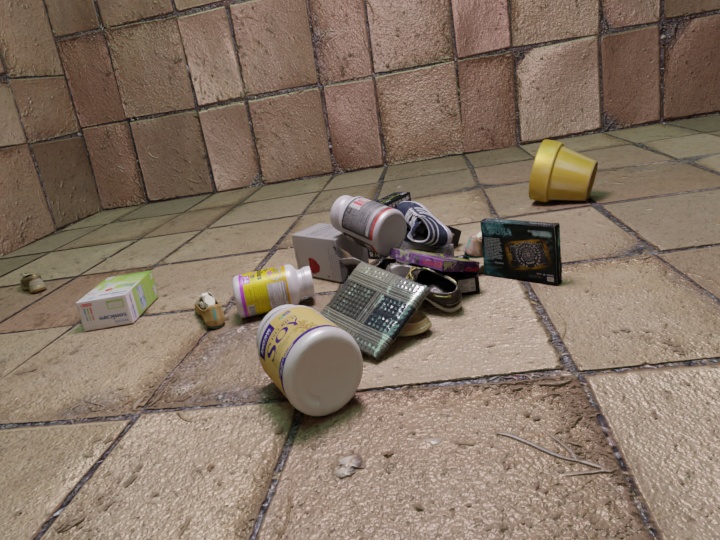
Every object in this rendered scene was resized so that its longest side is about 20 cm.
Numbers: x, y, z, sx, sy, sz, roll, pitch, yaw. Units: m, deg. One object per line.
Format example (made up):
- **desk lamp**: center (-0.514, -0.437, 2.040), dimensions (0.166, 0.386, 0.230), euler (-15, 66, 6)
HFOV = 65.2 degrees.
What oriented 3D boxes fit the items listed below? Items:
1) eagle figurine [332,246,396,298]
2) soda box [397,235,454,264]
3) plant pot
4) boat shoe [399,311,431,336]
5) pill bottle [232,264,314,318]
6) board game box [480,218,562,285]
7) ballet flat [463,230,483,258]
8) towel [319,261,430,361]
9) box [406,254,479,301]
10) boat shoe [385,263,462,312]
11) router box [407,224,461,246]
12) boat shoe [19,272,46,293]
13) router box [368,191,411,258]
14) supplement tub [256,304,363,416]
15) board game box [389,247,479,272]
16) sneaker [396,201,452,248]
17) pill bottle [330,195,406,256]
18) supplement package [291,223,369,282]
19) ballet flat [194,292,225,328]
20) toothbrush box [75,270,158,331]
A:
- **eagle figurine**: center (-0.004, 0.005, 1.363), dimensions (0.149, 0.152, 0.203), euler (-30, 24, 31)
- **soda box**: center (0.171, -0.048, 1.538), dimensions (0.067, 0.066, 0.198), euler (-17, 19, -29)
- **plant pot**: center (0.684, -0.319, 1.889), dimensions (0.184, 0.208, 0.200), euler (19, 29, 26)
- **boat shoe**: center (0.064, 0.089, 1.191), dimensions (0.071, 0.067, 0.196), euler (-24, 23, -39)
- **pill bottle**: center (-0.215, 0.046, 1.404), dimensions (0.193, 0.108, 0.104), euler (-12, 18, -8)
- **board game box**: center (0.372, -0.047, 1.314), dimensions (0.028, 0.140, 0.196), euler (-23, 22, -39)
- **ballet flat**: center (0.341, -0.071, 1.442), dimensions (0.196, 0.070, 0.067), euler (-6, 21, -43)
- **towel**: center (0.020, 0.079, 1.159), dimensions (0.196, 0.035, 0.194), euler (21, 62, 39)
- **box**: center (0.180, 0.021, 1.365), dimensions (0.192, 0.045, 0.161), euler (-9, 19, 5)
- **boat shoe**: center (0.137, 0.023, 1.252), dimensions (0.197, 0.062, 0.072), euler (23, 57, 28)
- **router box**: center (0.180, -0.123, 1.616), dimensions (0.146, 0.053, 0.197), euler (20, 6, 39)
- **boat shoe**: center (-1.186, 0.033, 2.035), dimensions (0.072, 0.065, 0.196), euler (-26, 23, -39)
- **router box**: center (0.088, -0.141, 1.718), dimensions (0.061, 0.155, 0.198), euler (5, 24, 38)
- **supplement tub**: center (-0.096, 0.146, 0.979), dimensions (0.141, 0.151, 0.198), euler (-18, 20, -24)
- **board game box**: center (0.172, -0.026, 1.330), dimensions (0.117, 0.034, 0.198), euler (7, 6, -34)
- **sneaker**: center (0.139, -0.126, 1.448), dimensions (0.106, 0.072, 0.199), euler (2, 30, -46)
- **pill bottle**: center (0.015, -0.122, 1.436), dimensions (0.114, 0.120, 0.197), euler (-22, 33, -35)
- **supplement package**: center (-0.087, -0.054, 1.602), dimensions (0.118, 0.126, 0.196), euler (-25, 23, -39)
- **ballet flat**: center (-0.386, 0.088, 1.441), dimensions (0.067, 0.065, 0.198), euler (-17, 19, -24)
- **toothbrush box**: center (-0.677, 0.081, 1.583), dimensions (0.140, 0.089, 0.201), euler (-9, 20, 4)
